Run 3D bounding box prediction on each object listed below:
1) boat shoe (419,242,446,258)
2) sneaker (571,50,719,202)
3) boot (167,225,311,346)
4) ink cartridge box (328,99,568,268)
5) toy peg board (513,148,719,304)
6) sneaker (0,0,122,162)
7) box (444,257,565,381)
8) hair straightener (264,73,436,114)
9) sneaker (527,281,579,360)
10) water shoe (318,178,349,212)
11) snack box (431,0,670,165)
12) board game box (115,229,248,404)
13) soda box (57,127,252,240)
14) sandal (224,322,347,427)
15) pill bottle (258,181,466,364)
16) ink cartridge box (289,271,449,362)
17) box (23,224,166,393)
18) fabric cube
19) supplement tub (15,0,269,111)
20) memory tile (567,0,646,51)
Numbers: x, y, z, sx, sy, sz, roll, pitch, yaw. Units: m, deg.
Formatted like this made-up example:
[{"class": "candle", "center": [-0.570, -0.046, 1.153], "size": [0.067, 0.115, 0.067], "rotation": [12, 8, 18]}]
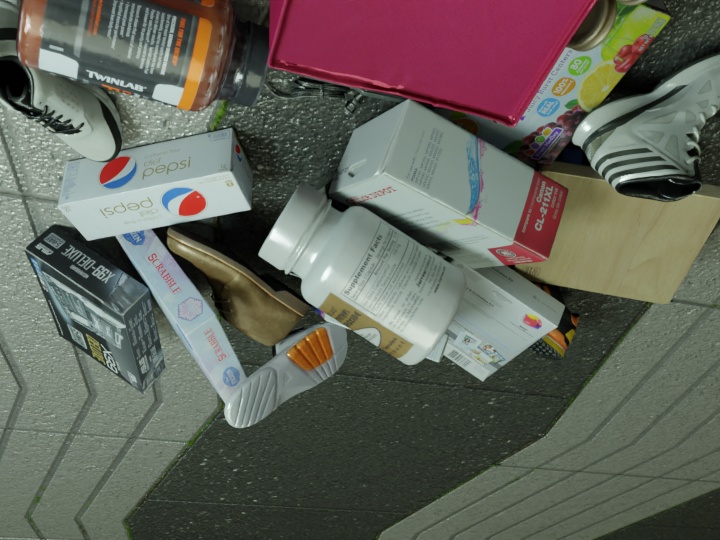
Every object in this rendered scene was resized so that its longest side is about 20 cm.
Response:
[{"class": "boat shoe", "center": [0.096, -0.030, 0.942], "size": [0.072, 0.063, 0.200], "rotation": [17, 140, -27]}, {"class": "sneaker", "center": [0.321, -0.131, 0.744], "size": [0.198, 0.116, 0.076], "rotation": [-25, 157, -4]}, {"class": "boot", "center": [-0.149, 0.022, 0.869], "size": [0.199, 0.074, 0.076], "rotation": [37, 91, -32]}, {"class": "ink cartridge box", "center": [0.087, -0.081, 0.777], "size": [0.198, 0.084, 0.145], "rotation": [25, 169, -20]}, {"class": "toy peg board", "center": [0.299, -0.070, 0.902], "size": [0.196, 0.099, 0.201], "rotation": [10, 145, 8]}, {"class": "sneaker", "center": [-0.297, -0.161, 0.708], "size": [0.073, 0.081, 0.200], "rotation": [-16, 144, 14]}, {"class": "box", "center": [0.154, 0.060, 1.015], "size": [0.155, 0.041, 0.200], "rotation": [34, 147, -1]}, {"class": "hair straightener", "center": [-0.016, -0.177, 0.743], "size": [0.197, 0.041, 0.077], "rotation": [0, 144, -6]}, {"class": "sneaker", "center": [0.231, 0.034, 1.052], "size": [0.200, 0.090, 0.070], "rotation": [45, 159, -21]}, {"class": "water shoe", "center": [0.030, -0.029, 0.886], "size": [0.078, 0.072, 0.200], "rotation": [-33, 114, 22]}, {"class": "snack box", "center": [0.172, -0.197, 0.724], "size": [0.140, 0.054, 0.201], "rotation": [11, 142, -17]}, {"class": "board game box", "center": [-0.214, 0.052, 0.921], "size": [0.041, 0.200, 0.201], "rotation": [-34, 149, -15]}, {"class": "soda box", "center": [-0.221, -0.093, 0.823], "size": [0.197, 0.064, 0.068], "rotation": [-9, 146, 9]}, {"class": "sandal", "center": [-0.099, 0.117, 0.941], "size": [0.205, 0.059, 0.080], "rotation": [-29, 127, -39]}, {"class": "pill bottle", "center": [0.000, 0.000, 0.782], "size": [0.199, 0.115, 0.115], "rotation": [33, 137, -6]}, {"class": "ink cartridge box", "center": [-0.008, 0.052, 0.934], "size": [0.197, 0.044, 0.196], "rotation": [21, 179, -8]}, {"class": "box", "center": [-0.331, 0.055, 0.963], "size": [0.157, 0.050, 0.201], "rotation": [31, 146, 14]}, {"class": "fabric cube", "center": [0.053, -0.253, 0.507], "size": [0.197, 0.202, 0.197], "rotation": [10, 142, -18]}, {"class": "supplement tub", "center": [-0.178, -0.199, 0.641], "size": [0.197, 0.108, 0.107], "rotation": [12, 142, -20]}, {"class": "memory tile", "center": [0.196, -0.273, 0.539], "size": [0.017, 0.155, 0.200], "rotation": [4, 147, -38]}]
